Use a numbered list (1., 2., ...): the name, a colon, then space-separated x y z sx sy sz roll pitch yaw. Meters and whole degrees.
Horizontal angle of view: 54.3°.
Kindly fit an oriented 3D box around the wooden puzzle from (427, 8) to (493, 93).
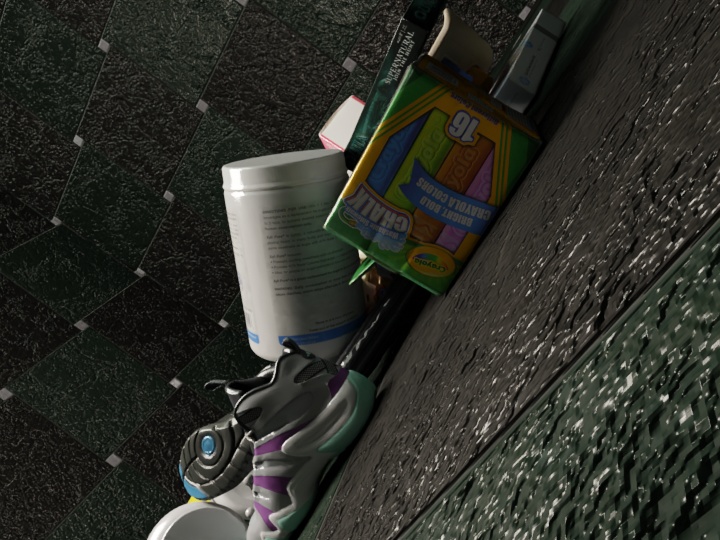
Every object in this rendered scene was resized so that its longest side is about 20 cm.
1. wooden puzzle: 0.105 -0.203 0.880 0.185 0.046 0.201 -7 -55 -64

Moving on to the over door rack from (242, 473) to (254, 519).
1. over door rack: -0.071 0.191 0.818 0.200 0.066 0.148 -59 2 42

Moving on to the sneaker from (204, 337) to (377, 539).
1. sneaker: -0.089 0.152 0.644 0.201 0.139 0.078 -59 1 10

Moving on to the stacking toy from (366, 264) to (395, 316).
1. stacking toy: 0.048 -0.025 0.775 0.110 0.115 0.201 81 -151 -89

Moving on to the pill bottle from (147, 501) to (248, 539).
1. pill bottle: -0.173 0.313 0.748 0.120 0.119 0.200 -59 0 -31

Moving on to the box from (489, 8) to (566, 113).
1. box: 0.185 -0.217 0.883 0.201 0.041 0.156 -61 1 -42

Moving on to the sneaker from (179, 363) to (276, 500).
1. sneaker: -0.110 0.173 0.738 0.200 0.073 0.082 -42 -23 20

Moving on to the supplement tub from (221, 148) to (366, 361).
1. supplement tub: -0.066 -0.018 0.733 0.132 0.131 0.202 -61 -34 -72

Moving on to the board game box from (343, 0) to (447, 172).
1. board game box: 0.039 -0.206 0.704 0.136 0.028 0.200 -65 4 -35

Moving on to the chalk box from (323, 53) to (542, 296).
1. chalk box: 0.054 -0.068 0.625 0.201 0.123 0.125 -60 1 23

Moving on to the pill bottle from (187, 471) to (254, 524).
1. pill bottle: -0.197 0.358 0.993 0.201 0.111 0.111 -59 0 27

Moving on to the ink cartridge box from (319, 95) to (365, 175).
1. ink cartridge box: 0.035 -0.153 1.067 0.083 0.146 0.200 -52 -20 -7

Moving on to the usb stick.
1. usb stick: 0.008 0.077 0.706 0.201 0.032 0.055 -56 -19 -6

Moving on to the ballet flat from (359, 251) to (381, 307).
1. ballet flat: 0.000 0.000 0.825 0.065 0.070 0.202 23 -116 -54

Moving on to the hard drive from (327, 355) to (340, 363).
1. hard drive: -0.028 0.081 0.956 0.201 0.026 0.132 83 -151 -56
